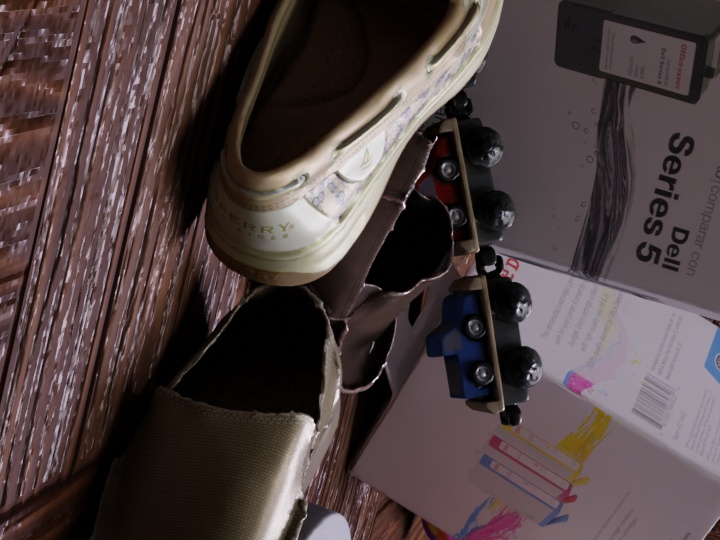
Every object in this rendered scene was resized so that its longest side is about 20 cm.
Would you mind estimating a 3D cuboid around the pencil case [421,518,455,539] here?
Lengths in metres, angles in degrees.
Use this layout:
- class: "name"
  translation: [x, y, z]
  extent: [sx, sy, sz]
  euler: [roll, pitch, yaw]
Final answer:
- class: "pencil case"
  translation: [0.070, 0.123, 1.425]
  extent: [0.200, 0.088, 0.089]
  euler: [73, 35, -67]

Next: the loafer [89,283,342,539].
- class: "loafer"
  translation: [-0.054, 0.077, 0.813]
  extent: [0.201, 0.075, 0.068]
  euler: [-74, 171, -48]

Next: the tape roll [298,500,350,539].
- class: "tape roll"
  translation: [-0.066, 0.179, 0.901]
  extent: [0.200, 0.066, 0.202]
  euler: [16, 90, -79]

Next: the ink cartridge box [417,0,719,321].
- class: "ink cartridge box"
  translation: [0.112, -0.069, 1.057]
  extent: [0.084, 0.198, 0.147]
  euler: [17, 90, -78]

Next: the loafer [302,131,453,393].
- class: "loafer"
  translation: [0.000, 0.000, 0.947]
  extent: [0.200, 0.070, 0.073]
  euler: [82, 27, -64]

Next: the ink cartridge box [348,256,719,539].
- class: "ink cartridge box"
  translation: [0.099, 0.072, 1.250]
  extent: [0.126, 0.199, 0.129]
  euler: [-60, 178, 35]

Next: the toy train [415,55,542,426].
- class: "toy train"
  translation: [0.040, -0.031, 1.002]
  extent: [0.034, 0.045, 0.202]
  euler: [172, -93, -74]

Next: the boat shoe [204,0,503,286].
- class: "boat shoe"
  translation: [0.005, -0.087, 0.845]
  extent: [0.063, 0.073, 0.201]
  euler: [92, 19, -59]
